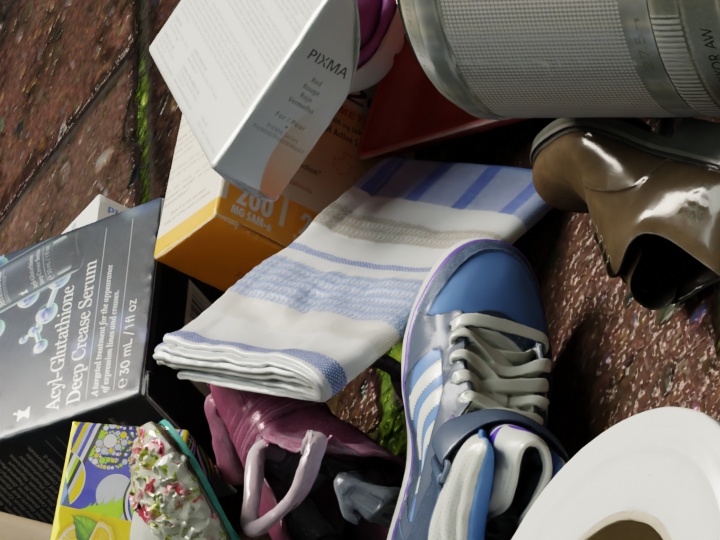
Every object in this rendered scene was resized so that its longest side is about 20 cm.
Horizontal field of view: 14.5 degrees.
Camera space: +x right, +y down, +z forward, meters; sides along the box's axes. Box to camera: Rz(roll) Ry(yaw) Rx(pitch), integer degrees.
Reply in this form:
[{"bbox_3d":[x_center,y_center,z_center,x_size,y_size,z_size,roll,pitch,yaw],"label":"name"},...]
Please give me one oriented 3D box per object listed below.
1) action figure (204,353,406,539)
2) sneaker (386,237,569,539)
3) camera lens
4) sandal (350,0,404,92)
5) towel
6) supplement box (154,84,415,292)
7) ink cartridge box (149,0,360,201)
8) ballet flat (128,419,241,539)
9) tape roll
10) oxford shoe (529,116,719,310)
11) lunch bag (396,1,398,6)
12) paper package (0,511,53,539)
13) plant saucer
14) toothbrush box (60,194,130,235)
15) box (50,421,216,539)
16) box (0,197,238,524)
[{"bbox_3d":[-0.046,0.091,1.498,0.134,0.148,0.200,-51,47,19],"label":"action figure"},{"bbox_3d":[0.070,0.070,1.341,0.146,0.080,0.202,150,134,-68],"label":"sneaker"},{"bbox_3d":[0.125,-0.150,1.292,0.199,0.160,0.161,1,64,29],"label":"camera lens"},{"bbox_3d":[0.007,-0.196,1.639,0.082,0.050,0.204,-6,58,21],"label":"sandal"},{"bbox_3d":[0.000,0.000,1.489,0.200,0.024,0.146,-39,28,-29],"label":"towel"},{"bbox_3d":[-0.036,-0.079,1.659,0.073,0.125,0.201,-33,40,48],"label":"supplement box"},{"bbox_3d":[-0.029,-0.158,1.539,0.200,0.050,0.162,-52,31,13],"label":"ink cartridge box"},{"bbox_3d":[-0.078,0.163,1.444,0.064,0.201,0.076,-36,36,-10],"label":"ballet flat"},{"bbox_3d":[0.124,0.162,1.187,0.202,0.070,0.203,-44,32,38],"label":"tape roll"},{"bbox_3d":[0.131,-0.028,1.349,0.200,0.072,0.085,14,81,65],"label":"oxford shoe"},{"bbox_3d":[0.101,-0.194,1.466,0.175,0.082,0.201,12,72,30],"label":"lunch bag"},{"bbox_3d":[-0.192,0.238,1.567,0.104,0.198,0.192,101,-176,-69],"label":"paper package"},{"bbox_3d":[0.090,-0.159,1.584,0.200,0.037,0.201,-14,55,57],"label":"plant saucer"},{"bbox_3d":[-0.183,0.076,1.852,0.146,0.085,0.201,-43,33,40],"label":"toothbrush box"},{"bbox_3d":[-0.130,0.185,1.494,0.064,0.070,0.201,59,-142,-65],"label":"box"},{"bbox_3d":[-0.176,0.070,1.667,0.199,0.107,0.149,-19,45,23],"label":"box"}]
